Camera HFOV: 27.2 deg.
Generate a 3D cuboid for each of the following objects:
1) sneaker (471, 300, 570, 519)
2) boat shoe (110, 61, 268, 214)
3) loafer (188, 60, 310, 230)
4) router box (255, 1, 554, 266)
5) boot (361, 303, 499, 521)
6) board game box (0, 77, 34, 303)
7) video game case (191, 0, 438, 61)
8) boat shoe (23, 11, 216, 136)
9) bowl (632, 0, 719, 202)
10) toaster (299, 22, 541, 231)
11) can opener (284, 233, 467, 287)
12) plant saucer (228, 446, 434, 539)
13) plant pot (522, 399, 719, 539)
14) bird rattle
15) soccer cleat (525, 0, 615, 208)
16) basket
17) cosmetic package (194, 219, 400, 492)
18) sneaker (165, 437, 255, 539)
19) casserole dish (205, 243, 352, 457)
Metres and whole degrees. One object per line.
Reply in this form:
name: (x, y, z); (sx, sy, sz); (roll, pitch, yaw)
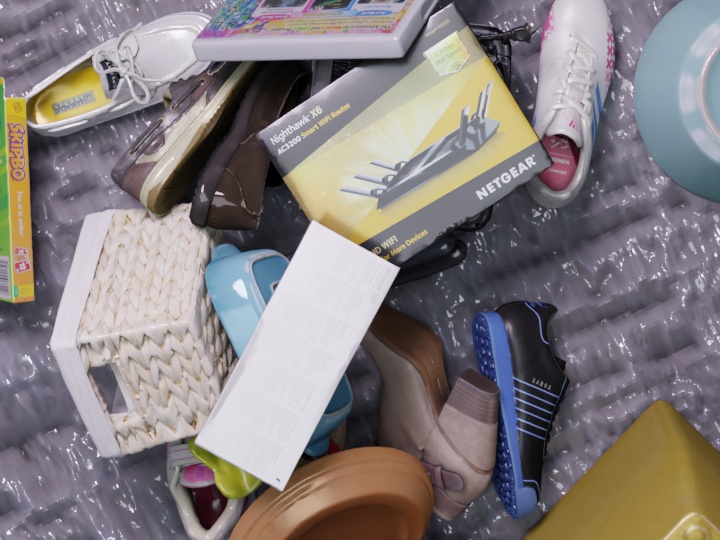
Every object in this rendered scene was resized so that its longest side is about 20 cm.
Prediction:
sneaker: (0.156, 0.127, 1.367); (0.077, 0.070, 0.202); (-11, 104, -15)
boat shoe: (-0.149, -0.143, 1.329); (0.066, 0.072, 0.202); (29, 67, 8)
loafer: (-0.085, -0.106, 1.321); (0.071, 0.073, 0.201); (25, 58, 0)
router box: (0.037, -0.101, 1.241); (0.199, 0.052, 0.158); (-33, 92, 6)
boot: (0.041, 0.132, 1.374); (0.199, 0.070, 0.147); (36, 120, 28)
board game box: (-0.332, -0.074, 1.367); (0.030, 0.095, 0.202); (-8, 98, -34)
video game case: (-0.021, -0.237, 1.266); (0.198, 0.183, 0.024); (3, 133, 28)
boat shoe: (-0.221, -0.179, 1.351); (0.200, 0.086, 0.075); (-21, 94, 5)
bowl: (0.345, -0.158, 1.311); (0.199, 0.105, 0.203); (0, 95, 4)
toaster: (0.049, -0.134, 1.323); (0.198, 0.119, 0.183); (6, 96, 3)
can opener: (0.000, 0.000, 1.331); (0.199, 0.063, 0.079); (-15, 77, 30)
plant saucer: (-0.021, 0.237, 1.305); (0.200, 0.200, 0.038); (-38, 49, 6)
plant pot: (0.278, 0.262, 1.307); (0.195, 0.200, 0.194); (43, 96, 0)
bird rattle: (-0.048, 0.153, 1.347); (0.112, 0.200, 0.165); (-10, 59, 38)
soccer cleat: (0.190, -0.154, 1.329); (0.069, 0.086, 0.202); (8, 96, 3)
basket: (-0.176, 0.043, 1.295); (0.122, 0.201, 0.136); (-12, 125, 8)
cosmetic package: (-0.050, 0.068, 1.198); (0.082, 0.051, 0.201); (28, 87, 2)
sneaker: (-0.140, 0.163, 1.377); (0.081, 0.088, 0.202); (-12, 94, 4)
casserole dish: (-0.064, 0.061, 1.277); (0.039, 0.121, 0.201); (-28, 86, 21)
